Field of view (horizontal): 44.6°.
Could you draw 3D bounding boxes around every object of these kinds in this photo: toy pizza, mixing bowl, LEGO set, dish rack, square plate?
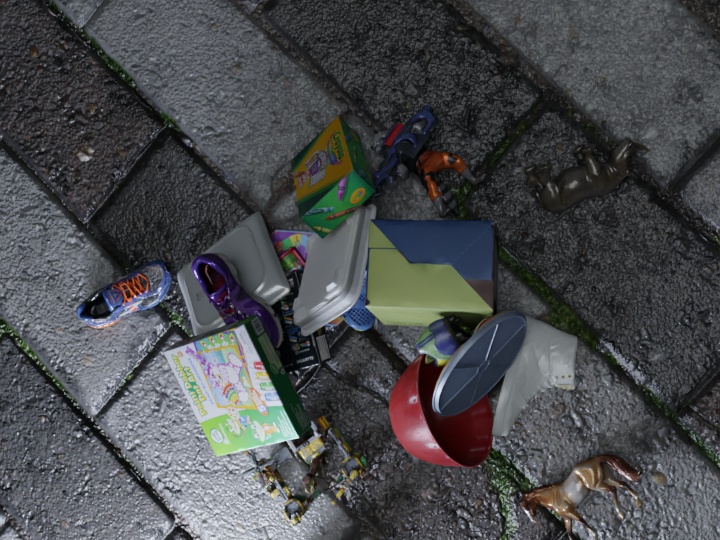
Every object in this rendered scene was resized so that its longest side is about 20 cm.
[{"bbox_3d":[0.177,0.136,1.331,0.032,0.199,0.201,42,97,30],"label":"toy pizza"},{"bbox_3d":[0.116,0.230,1.425,0.107,0.199,0.204,-26,85,35],"label":"mixing bowl"},{"bbox_3d":[-0.094,0.338,1.488,0.197,0.116,0.156,-29,84,10],"label":"LEGO set"},{"bbox_3d":[-0.049,-0.009,1.407,0.171,0.043,0.203,-33,37,44],"label":"dish rack"},{"bbox_3d":[-0.228,0.015,1.511,0.196,0.028,0.202,-35,49,10],"label":"square plate"}]

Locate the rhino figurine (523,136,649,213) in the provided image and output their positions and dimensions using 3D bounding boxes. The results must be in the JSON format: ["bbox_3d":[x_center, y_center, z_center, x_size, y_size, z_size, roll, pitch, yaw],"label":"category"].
[{"bbox_3d":[0.372,-0.158,1.423,0.196,0.060,0.089,-21,105,10],"label":"rhino figurine"}]

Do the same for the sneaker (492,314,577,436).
[{"bbox_3d":[0.289,0.187,1.424,0.113,0.074,0.204,19,84,12],"label":"sneaker"}]

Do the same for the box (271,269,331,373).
[{"bbox_3d":[-0.160,0.103,1.516,0.197,0.046,0.163,-18,86,26],"label":"box"}]

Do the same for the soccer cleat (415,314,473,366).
[{"bbox_3d":[0.143,0.125,1.382,0.083,0.200,0.066,-30,62,11],"label":"soccer cleat"}]

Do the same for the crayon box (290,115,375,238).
[{"bbox_3d":[-0.048,-0.156,1.439,0.118,0.201,0.058,-40,121,17],"label":"crayon box"}]

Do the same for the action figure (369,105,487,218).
[{"bbox_3d":[0.086,-0.160,1.465,0.193,0.105,0.200,40,73,14],"label":"action figure"}]

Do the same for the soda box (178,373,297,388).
[{"bbox_3d":[-0.209,0.186,1.487,0.196,0.063,0.070,18,104,22],"label":"soda box"}]

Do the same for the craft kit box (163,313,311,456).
[{"bbox_3d":[-0.199,0.188,1.408,0.195,0.048,0.203,-19,101,38],"label":"craft kit box"}]

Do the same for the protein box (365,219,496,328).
[{"bbox_3d":[0.120,0.009,1.394,0.194,0.200,0.138,1,79,11],"label":"protein box"}]

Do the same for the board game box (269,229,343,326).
[{"bbox_3d":[-0.103,0.012,1.530,0.195,0.039,0.162,5,91,11],"label":"board game box"}]

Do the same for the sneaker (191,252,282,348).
[{"bbox_3d":[-0.207,0.058,1.410,0.081,0.083,0.200,-44,82,8],"label":"sneaker"}]

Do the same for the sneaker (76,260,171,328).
[{"bbox_3d":[-0.425,0.048,1.578,0.198,0.078,0.076,-32,84,10],"label":"sneaker"}]

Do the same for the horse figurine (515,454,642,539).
[{"bbox_3d":[0.365,0.365,1.422,0.200,0.050,0.133,-48,64,16],"label":"horse figurine"}]

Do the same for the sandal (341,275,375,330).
[{"bbox_3d":[0.000,0.000,1.479,0.078,0.087,0.205,-3,92,-17],"label":"sandal"}]
